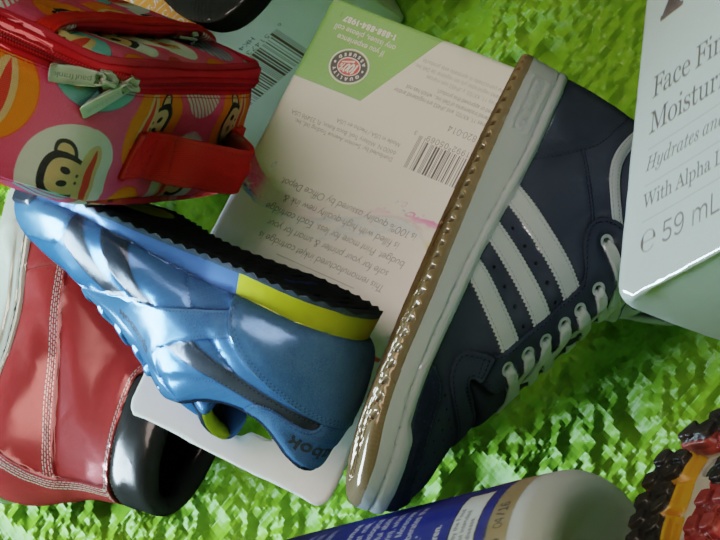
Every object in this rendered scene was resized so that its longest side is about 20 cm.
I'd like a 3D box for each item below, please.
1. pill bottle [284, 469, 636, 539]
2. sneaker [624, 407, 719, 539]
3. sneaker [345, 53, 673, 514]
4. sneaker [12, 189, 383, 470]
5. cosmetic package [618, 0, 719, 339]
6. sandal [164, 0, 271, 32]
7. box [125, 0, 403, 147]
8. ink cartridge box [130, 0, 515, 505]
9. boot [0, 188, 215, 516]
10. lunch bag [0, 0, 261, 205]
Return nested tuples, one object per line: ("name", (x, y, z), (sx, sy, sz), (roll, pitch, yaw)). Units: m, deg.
("pill bottle", (0.015, 0.152, 1.035), (0.199, 0.116, 0.116), (-17, 56, 31))
("sneaker", (0.129, 0.136, 0.936), (0.078, 0.082, 0.200), (-28, 24, 47))
("sneaker", (0.074, 0.020, 1.048), (0.070, 0.108, 0.201), (121, 174, -67))
("sneaker", (-0.079, 0.019, 1.104), (0.199, 0.066, 0.079), (25, 103, 36))
("cosmetic package", (0.206, -0.079, 0.935), (0.165, 0.164, 0.201), (-35, 42, 56))
("sandal", (-0.109, -0.180, 1.219), (0.200, 0.048, 0.076), (38, 96, 35))
("box", (-0.088, -0.167, 1.291), (0.124, 0.097, 0.201), (-40, 56, 15))
("ink cartridge box", (0.000, 0.000, 1.150), (0.117, 0.067, 0.201), (24, 82, 30))
("boot", (-0.102, 0.014, 1.247), (0.144, 0.072, 0.201), (0, 71, 36))
("lunch bag", (-0.127, -0.076, 1.116), (0.175, 0.200, 0.082), (23, 100, 14))
